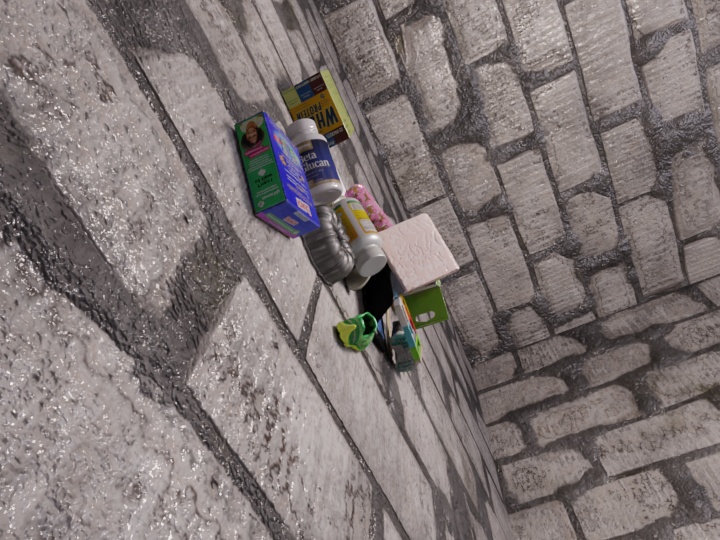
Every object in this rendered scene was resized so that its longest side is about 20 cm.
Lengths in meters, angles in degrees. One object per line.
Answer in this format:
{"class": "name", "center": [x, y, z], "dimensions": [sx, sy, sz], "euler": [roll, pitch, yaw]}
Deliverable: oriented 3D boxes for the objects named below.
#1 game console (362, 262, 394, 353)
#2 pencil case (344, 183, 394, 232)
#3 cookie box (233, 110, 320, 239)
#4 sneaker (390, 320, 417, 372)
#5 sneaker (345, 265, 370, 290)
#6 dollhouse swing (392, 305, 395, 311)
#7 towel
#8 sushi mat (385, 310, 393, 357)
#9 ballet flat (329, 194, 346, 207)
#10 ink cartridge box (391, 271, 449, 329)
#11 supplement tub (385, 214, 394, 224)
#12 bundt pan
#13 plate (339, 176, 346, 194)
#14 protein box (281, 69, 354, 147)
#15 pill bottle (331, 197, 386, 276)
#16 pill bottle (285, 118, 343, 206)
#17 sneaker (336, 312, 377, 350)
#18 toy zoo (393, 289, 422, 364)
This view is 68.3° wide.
{"class": "game console", "center": [0.070, 0.100, 1.539], "dimensions": [0.202, 0.114, 0.178], "euler": [-94, 158, -52]}
{"class": "pencil case", "center": [0.027, -0.172, 1.626], "dimensions": [0.202, 0.082, 0.086], "euler": [56, 10, 22]}
{"class": "cookie box", "center": [-0.168, -0.189, 1.087], "dimensions": [0.171, 0.074, 0.204], "euler": [37, 34, -68]}
{"class": "sneaker", "center": [0.131, 0.229, 1.610], "dimensions": [0.093, 0.075, 0.203], "euler": [-95, 176, -46]}
{"class": "sneaker", "center": [0.000, 0.000, 1.509], "dimensions": [0.108, 0.073, 0.203], "euler": [101, 4, -48]}
{"class": "dollhouse swing", "center": [0.160, 0.017, 1.977], "dimensions": [0.175, 0.179, 0.204], "euler": [-30, 98, -57]}
{"class": "towel", "center": [0.161, -0.051, 1.530], "dimensions": [0.203, 0.187, 0.032], "euler": [62, -19, 19]}
{"class": "sushi mat", "center": [0.084, 0.154, 1.632], "dimensions": [0.097, 0.012, 0.204], "euler": [75, 11, -54]}
{"class": "ballet flat", "center": [-0.053, -0.182, 1.514], "dimensions": [0.199, 0.070, 0.072], "euler": [26, 43, -57]}
{"class": "ink cartridge box", "center": [0.170, 0.066, 1.589], "dimensions": [0.076, 0.145, 0.205], "euler": [20, 53, -72]}
{"class": "supplement tub", "center": [0.046, -0.125, 1.773], "dimensions": [0.135, 0.129, 0.200], "euler": [67, 14, -3]}
{"class": "bundt pan", "center": [-0.074, -0.070, 1.299], "dimensions": [0.202, 0.074, 0.206], "euler": [-22, 91, -79]}
{"class": "plate", "center": [-0.074, -0.235, 1.667], "dimensions": [0.200, 0.032, 0.204], "euler": [-58, 126, -75]}
{"class": "protein box", "center": [-0.124, -0.485, 1.629], "dimensions": [0.199, 0.132, 0.203], "euler": [-81, 146, -68]}
{"class": "pill bottle", "center": [-0.008, -0.088, 1.432], "dimensions": [0.202, 0.112, 0.113], "euler": [60, 7, 29]}
{"class": "pill bottle", "center": [-0.123, -0.271, 1.336], "dimensions": [0.111, 0.109, 0.204], "euler": [26, 44, -72]}
{"class": "sneaker", "center": [0.007, 0.146, 1.267], "dimensions": [0.200, 0.082, 0.076], "euler": [21, 48, -74]}
{"class": "toy zoo", "center": [0.130, 0.148, 1.495], "dimensions": [0.131, 0.020, 0.204], "euler": [-47, 117, -79]}
